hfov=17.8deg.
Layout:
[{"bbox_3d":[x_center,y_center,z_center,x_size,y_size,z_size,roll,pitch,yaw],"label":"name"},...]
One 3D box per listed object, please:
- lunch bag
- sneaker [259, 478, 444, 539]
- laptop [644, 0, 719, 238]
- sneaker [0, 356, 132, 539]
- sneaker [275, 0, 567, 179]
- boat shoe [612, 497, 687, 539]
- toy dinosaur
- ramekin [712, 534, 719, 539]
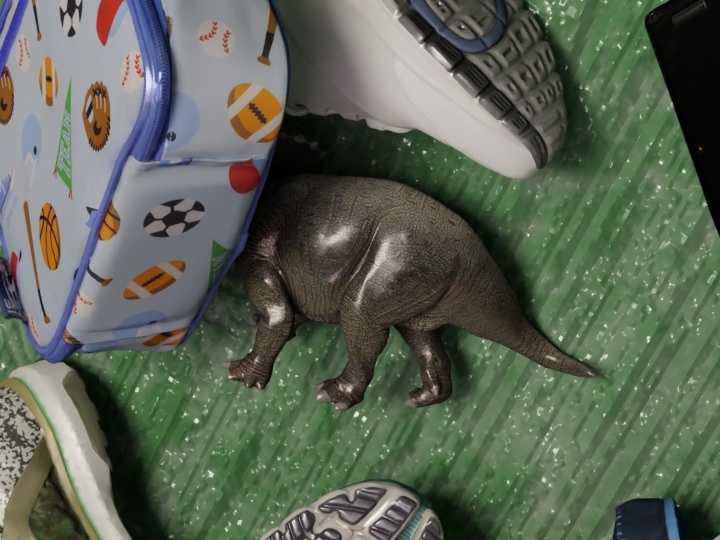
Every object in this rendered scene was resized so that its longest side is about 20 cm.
[{"bbox_3d":[-0.099,-0.067,0.906,0.200,0.075,0.161,-57,46,47],"label":"lunch bag"},{"bbox_3d":[-0.030,0.159,0.977,0.077,0.080,0.201,35,117,1],"label":"sneaker"},{"bbox_3d":[0.236,-0.040,0.862,0.186,0.116,0.201,-29,61,25],"label":"laptop"},{"bbox_3d":[-0.141,0.134,0.982,0.201,0.088,0.077,64,145,25],"label":"sneaker"},{"bbox_3d":[-0.003,-0.095,0.925,0.200,0.074,0.087,38,125,18],"label":"sneaker"},{"bbox_3d":[0.105,0.191,0.926,0.068,0.084,0.202,-1,99,11],"label":"boat shoe"},{"bbox_3d":[0.000,0.000,0.932,0.199,0.077,0.103,23,116,19],"label":"toy dinosaur"},{"bbox_3d":[0.190,0.168,0.828,0.098,0.200,0.201,-37,87,32],"label":"ramekin"}]
